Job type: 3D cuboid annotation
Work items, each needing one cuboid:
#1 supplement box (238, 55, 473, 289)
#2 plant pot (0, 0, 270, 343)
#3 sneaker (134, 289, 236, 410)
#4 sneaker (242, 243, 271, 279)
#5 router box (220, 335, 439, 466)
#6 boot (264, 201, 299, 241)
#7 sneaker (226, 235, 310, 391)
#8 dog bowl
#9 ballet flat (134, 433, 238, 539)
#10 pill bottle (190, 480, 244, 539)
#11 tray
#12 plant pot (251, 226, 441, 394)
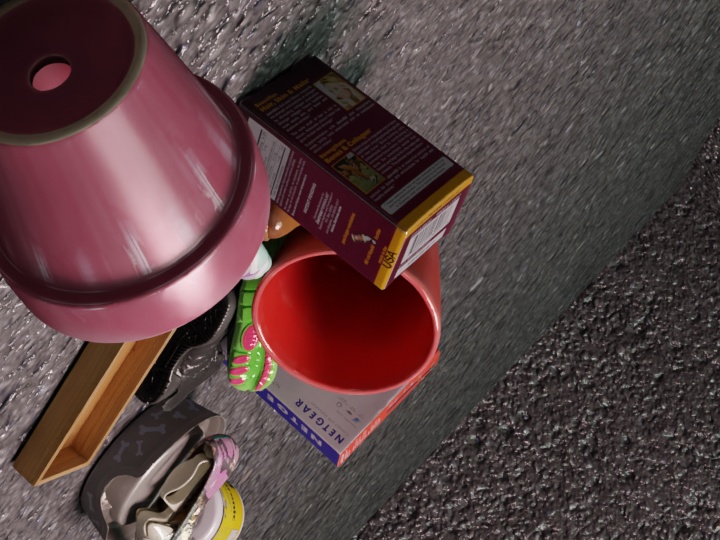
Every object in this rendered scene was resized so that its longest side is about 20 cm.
[{"bbox_3d":[-0.013,-0.093,1.374,0.110,0.200,0.086,-39,161,-39],"label":"supplement box"},{"bbox_3d":[-0.173,-0.082,0.981,0.200,0.200,0.179,-46,150,-17],"label":"plant pot"},{"bbox_3d":[-0.178,0.080,1.593,0.200,0.060,0.104,-51,165,23],"label":"sneaker"},{"bbox_3d":[-0.167,-0.001,1.407,0.140,0.078,0.200,-48,156,-5],"label":"sneaker"},{"bbox_3d":[-0.038,0.101,1.777,0.179,0.200,0.049,-45,166,-21],"label":"router box"},{"bbox_3d":[-0.006,-0.072,1.464,0.200,0.154,0.077,-48,149,-62],"label":"boot"},{"bbox_3d":[-0.114,0.037,1.680,0.201,0.076,0.084,-68,-155,21],"label":"sneaker"},{"bbox_3d":[-0.247,0.231,1.751,0.200,0.059,0.200,-46,164,-17],"label":"dog bowl"},{"bbox_3d":[-0.215,0.271,1.723,0.200,0.069,0.071,-57,147,7],"label":"ballet flat"},{"bbox_3d":[-0.215,0.319,1.960,0.111,0.111,0.200,-49,166,-5],"label":"pill bottle"},{"bbox_3d":[-0.261,0.119,1.479,0.200,0.037,0.099,-55,165,18],"label":"tray"},{"bbox_3d":[0.000,0.000,1.568,0.178,0.200,0.201,-74,-172,-48],"label":"plant pot"}]
